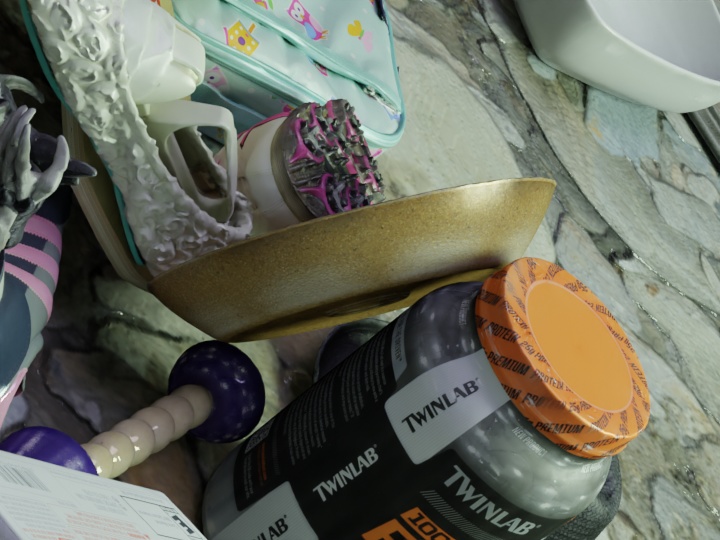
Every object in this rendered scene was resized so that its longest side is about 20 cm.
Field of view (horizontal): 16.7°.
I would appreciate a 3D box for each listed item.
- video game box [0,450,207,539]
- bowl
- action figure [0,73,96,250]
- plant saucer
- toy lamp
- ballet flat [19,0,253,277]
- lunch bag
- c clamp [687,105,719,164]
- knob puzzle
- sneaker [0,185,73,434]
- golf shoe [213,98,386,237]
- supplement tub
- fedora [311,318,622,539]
[{"bbox_3d":[-0.074,0.148,0.935,0.182,0.047,0.200,42,5,24],"label":"video game box"},{"bbox_3d":[0.175,-0.202,1.781,0.199,0.075,0.201,17,43,-44],"label":"bowl"},{"bbox_3d":[-0.173,-0.044,0.970,0.118,0.102,0.201,22,42,1],"label":"action figure"},{"bbox_3d":[0.000,0.000,1.155,0.200,0.199,0.036,-6,80,-56],"label":"plant saucer"},{"bbox_3d":[-0.111,0.081,1.100,0.058,0.058,0.200,54,27,5],"label":"toy lamp"},{"bbox_3d":[-0.092,-0.076,1.099,0.201,0.071,0.072,70,8,-48],"label":"ballet flat"},{"bbox_3d":[-0.061,-0.136,1.381,0.199,0.077,0.161,25,38,-35],"label":"lunch bag"},{"bbox_3d":[0.309,-0.108,1.907,0.170,0.027,0.201,4,53,-52],"label":"c clamp"},{"bbox_3d":[-0.122,-0.080,1.193,0.220,0.030,0.222,-6,90,-79],"label":"knob puzzle"},{"bbox_3d":[-0.169,0.010,1.107,0.200,0.070,0.083,-73,157,-66],"label":"sneaker"},{"bbox_3d":[-0.040,-0.039,1.246,0.200,0.092,0.073,-39,107,-84],"label":"golf shoe"},{"bbox_3d":[0.031,0.088,1.139,0.122,0.200,0.123,33,34,-27],"label":"supplement tub"},{"bbox_3d":[0.070,0.091,1.295,0.200,0.091,0.201,35,33,-27],"label":"fedora"}]
